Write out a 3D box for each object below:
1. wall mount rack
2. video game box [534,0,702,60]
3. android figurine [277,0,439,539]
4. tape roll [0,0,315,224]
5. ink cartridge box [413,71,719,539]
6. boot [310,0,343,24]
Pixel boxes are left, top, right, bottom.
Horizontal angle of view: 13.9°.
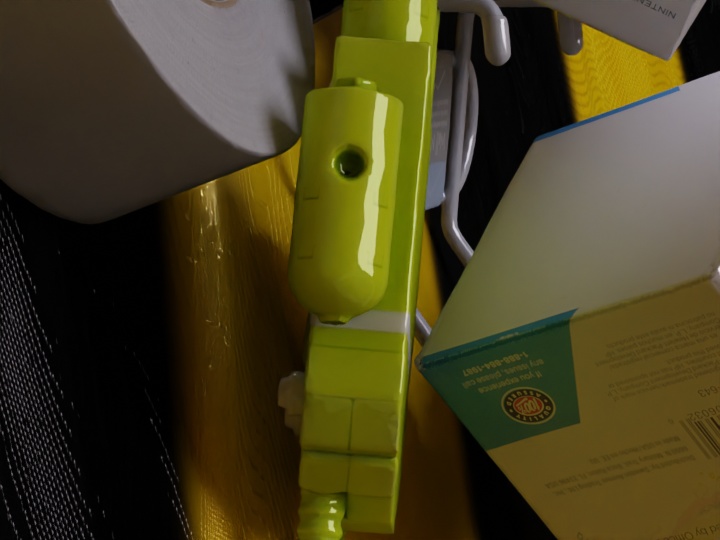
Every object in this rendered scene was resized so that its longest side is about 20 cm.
[{"bbox_3d":[0.044,-0.024,1.171,0.200,0.074,0.174,-18,111,-71],"label":"wall mount rack"},{"bbox_3d":[0.065,-0.157,1.228,0.200,0.182,0.047,-48,161,-72],"label":"video game box"},{"bbox_3d":[0.000,0.000,0.963,0.182,0.041,0.200,83,13,-81],"label":"android figurine"},{"bbox_3d":[-0.087,-0.118,0.902,0.200,0.066,0.200,56,22,-36],"label":"tape roll"},{"bbox_3d":[0.142,0.048,1.023,0.200,0.128,0.125,51,43,-23],"label":"ink cartridge box"},{"bbox_3d":[0.006,-0.184,1.057,0.069,0.200,0.174,22,39,-35],"label":"boot"}]
